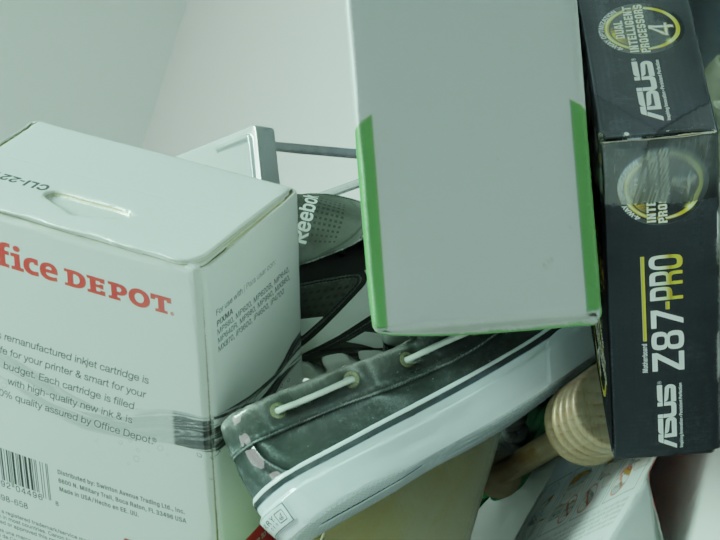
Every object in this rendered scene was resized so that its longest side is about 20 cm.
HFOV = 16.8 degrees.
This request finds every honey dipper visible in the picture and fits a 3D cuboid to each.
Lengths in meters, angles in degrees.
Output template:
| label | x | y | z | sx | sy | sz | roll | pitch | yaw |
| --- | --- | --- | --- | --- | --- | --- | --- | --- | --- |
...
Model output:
| label | x | y | z | sx | sy | sz | roll | pitch | yaw |
| --- | --- | --- | --- | --- | --- | --- | --- | --- | --- |
| honey dipper | 0.086 | 0.076 | 1.086 | 0.200 | 0.038 | 0.038 | 129 | 160 | -73 |

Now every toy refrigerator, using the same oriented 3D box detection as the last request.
| label | x | y | z | sx | sy | sz | roll | pitch | yaw |
| --- | --- | --- | --- | --- | --- | --- | --- | --- | --- |
| toy refrigerator | 0.006 | 0.126 | 1.098 | 0.200 | 0.070 | 0.076 | -68 | 3 | -50 |

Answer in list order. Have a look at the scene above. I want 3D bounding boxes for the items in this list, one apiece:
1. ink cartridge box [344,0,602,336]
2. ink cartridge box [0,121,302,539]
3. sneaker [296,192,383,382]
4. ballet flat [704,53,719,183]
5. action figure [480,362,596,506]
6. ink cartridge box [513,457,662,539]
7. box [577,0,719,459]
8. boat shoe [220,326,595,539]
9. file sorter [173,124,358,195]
| label | x | y | z | sx | sy | sz | roll | pitch | yaw |
| --- | --- | --- | --- | --- | --- | --- | --- | --- | --- |
| ink cartridge box | 0.041 | -0.049 | 0.934 | 0.200 | 0.084 | 0.146 | 45 | -140 | -88 |
| ink cartridge box | -0.106 | 0.048 | 1.100 | 0.084 | 0.144 | 0.200 | -44 | -39 | -48 |
| sneaker | 0.000 | 0.000 | 1.118 | 0.200 | 0.091 | 0.066 | -17 | 31 | 17 |
| ballet flat | 0.164 | -0.061 | 0.972 | 0.069 | 0.063 | 0.200 | -61 | 14 | 23 |
| action figure | 0.084 | 0.040 | 1.191 | 0.118 | 0.055 | 0.200 | -96 | 25 | -60 |
| ink cartridge box | 0.090 | 0.142 | 1.043 | 0.200 | 0.057 | 0.163 | -51 | 4 | -24 |
| box | 0.109 | -0.050 | 0.973 | 0.200 | 0.049 | 0.161 | -92 | -2 | -49 |
| boat shoe | 0.033 | 0.042 | 1.048 | 0.200 | 0.071 | 0.072 | -28 | -11 | -23 |
| file sorter | -0.042 | 0.043 | 1.270 | 0.139 | 0.125 | 0.200 | -18 | 74 | 47 |
